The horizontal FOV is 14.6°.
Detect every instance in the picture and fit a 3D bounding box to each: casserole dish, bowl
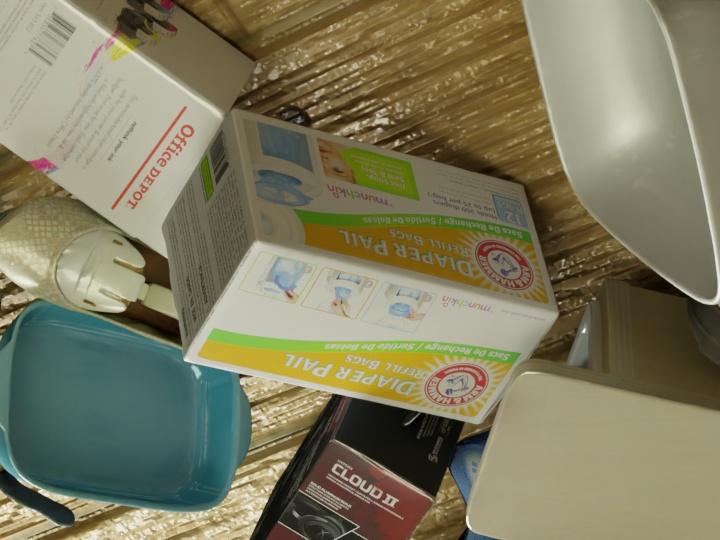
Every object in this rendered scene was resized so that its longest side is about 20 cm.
[{"bbox_3d":[-0.155,0.087,1.748,0.199,0.122,0.039,13,163,-40],"label":"casserole dish"},{"bbox_3d":[0.165,-0.101,1.524,0.074,0.200,0.201,-23,120,-15],"label":"bowl"}]

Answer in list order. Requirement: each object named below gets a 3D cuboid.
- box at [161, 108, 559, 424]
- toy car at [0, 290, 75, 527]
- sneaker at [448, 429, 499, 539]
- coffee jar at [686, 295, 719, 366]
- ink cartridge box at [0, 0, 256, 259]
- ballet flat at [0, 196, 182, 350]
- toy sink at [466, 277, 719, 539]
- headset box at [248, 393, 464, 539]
[{"bbox_3d":[0.000,0.000,1.623,0.199,0.113,0.102,13,131,-26],"label":"box"},{"bbox_3d":[-0.245,0.074,1.777,0.200,0.165,0.157,40,126,-21],"label":"toy car"},{"bbox_3d":[0.110,0.183,1.785,0.089,0.079,0.201,-6,114,33],"label":"sneaker"},{"bbox_3d":[0.265,-0.028,1.568,0.085,0.105,0.200,33,127,-7],"label":"coffee jar"},{"bbox_3d":[-0.144,-0.104,1.675,0.199,0.068,0.115,36,126,-6],"label":"ink cartridge box"},{"bbox_3d":[-0.130,0.008,1.708,0.199,0.062,0.068,22,91,-31],"label":"ballet flat"},{"bbox_3d":[0.170,0.092,1.657,0.198,0.112,0.131,12,126,-6],"label":"toy sink"},{"bbox_3d":[-0.002,0.130,1.731,0.077,0.149,0.200,31,126,-4],"label":"headset box"}]
